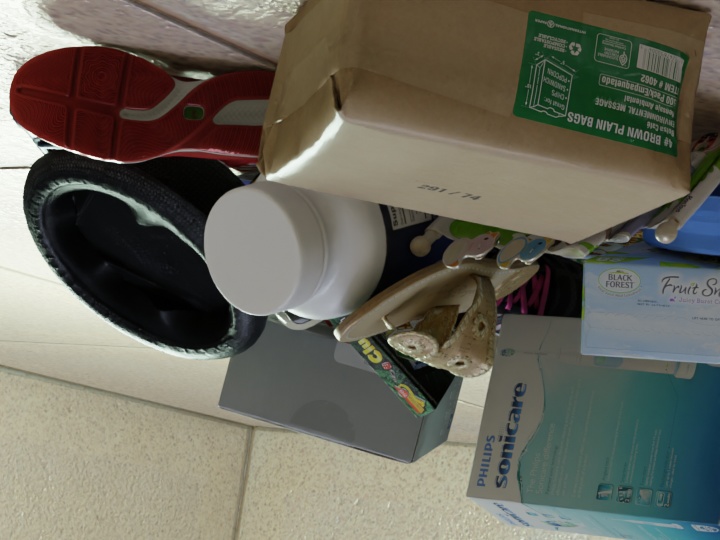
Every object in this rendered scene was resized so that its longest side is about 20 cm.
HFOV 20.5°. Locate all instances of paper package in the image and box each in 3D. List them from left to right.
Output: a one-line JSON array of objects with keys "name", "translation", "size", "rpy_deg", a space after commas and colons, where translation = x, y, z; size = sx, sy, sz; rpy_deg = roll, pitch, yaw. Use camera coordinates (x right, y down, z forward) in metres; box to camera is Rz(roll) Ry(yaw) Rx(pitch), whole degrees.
[{"name": "paper package", "translation": [0.063, -0.093, 1.093], "size": [0.199, 0.104, 0.191], "rpy_deg": [11, 170, -13]}]

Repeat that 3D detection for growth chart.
[{"name": "growth chart", "translation": [0.138, -0.046, 1.246], "size": [0.199, 0.145, 0.018], "rpy_deg": [-1, 125, 38]}]

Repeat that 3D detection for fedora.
[{"name": "fedora", "translation": [-0.139, -0.030, 1.419], "size": [0.200, 0.092, 0.201], "rpy_deg": [21, 140, 19]}]

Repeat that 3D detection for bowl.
[{"name": "bowl", "translation": [0.276, -0.033, 1.280], "size": [0.199, 0.040, 0.201], "rpy_deg": [1, -174, 0]}]

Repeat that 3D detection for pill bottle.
[{"name": "pill bottle", "translation": [-0.007, -0.029, 1.311], "size": [0.111, 0.112, 0.200], "rpy_deg": [1, -169, 40]}]

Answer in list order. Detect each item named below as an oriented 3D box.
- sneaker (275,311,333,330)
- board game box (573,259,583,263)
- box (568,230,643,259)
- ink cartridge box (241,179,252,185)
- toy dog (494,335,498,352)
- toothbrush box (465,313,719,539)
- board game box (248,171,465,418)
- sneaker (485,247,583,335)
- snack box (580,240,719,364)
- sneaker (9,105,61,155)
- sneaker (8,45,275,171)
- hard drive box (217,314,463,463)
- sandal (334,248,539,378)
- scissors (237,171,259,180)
[{"name": "sneaker", "translation": [-0.024, 0.008, 1.495], "size": [0.070, 0.094, 0.200], "rpy_deg": [-22, -157, 8]}, {"name": "board game box", "translation": [0.107, -0.010, 1.777], "size": [0.199, 0.029, 0.135], "rpy_deg": [6, 171, 14]}, {"name": "box", "translation": [0.161, -0.040, 1.517], "size": [0.199, 0.038, 0.136], "rpy_deg": [4, 170, 24]}, {"name": "ink cartridge box", "translation": [-0.030, -0.044, 1.644], "size": [0.199, 0.042, 0.119], "rpy_deg": [9, 175, 8]}, {"name": "toy dog", "translation": [0.078, 0.018, 1.629], "size": [0.199, 0.097, 0.132], "rpy_deg": [15, -178, -6]}, {"name": "toothbrush box", "translation": [0.192, 0.117, 1.451], "size": [0.199, 0.147, 0.085], "rpy_deg": [2, 159, 28]}, {"name": "board game box", "translation": [0.000, 0.000, 1.402], "size": [0.200, 0.105, 0.023], "rpy_deg": [48, 132, -10]}, {"name": "sneaker", "translation": [0.101, 0.011, 1.523], "size": [0.199, 0.074, 0.087], "rpy_deg": [14, 177, -2]}, {"name": "snack box", "translation": [0.254, 0.018, 1.308], "size": [0.168, 0.068, 0.200], "rpy_deg": [3, -172, 23]}, {"name": "sneaker", "translation": [-0.195, -0.077, 1.480], "size": [0.070, 0.083, 0.200], "rpy_deg": [3, 168, 28]}, {"name": "sneaker", "translation": [-0.131, -0.095, 1.338], "size": [0.199, 0.079, 0.116], "rpy_deg": [9, 169, 1]}, {"name": "hard drive box", "translation": [-0.008, 0.087, 1.558], "size": [0.155, 0.077, 0.200], "rpy_deg": [16, -177, 9]}, {"name": "sandal", "translation": [0.071, 0.035, 1.313], "size": [0.078, 0.070, 0.211], "rpy_deg": [-42, 166, 32]}, {"name": "scissors", "translation": [-0.043, -0.077, 1.557], "size": [0.073, 0.014, 0.200], "rpy_deg": [7, 172, -17]}]
